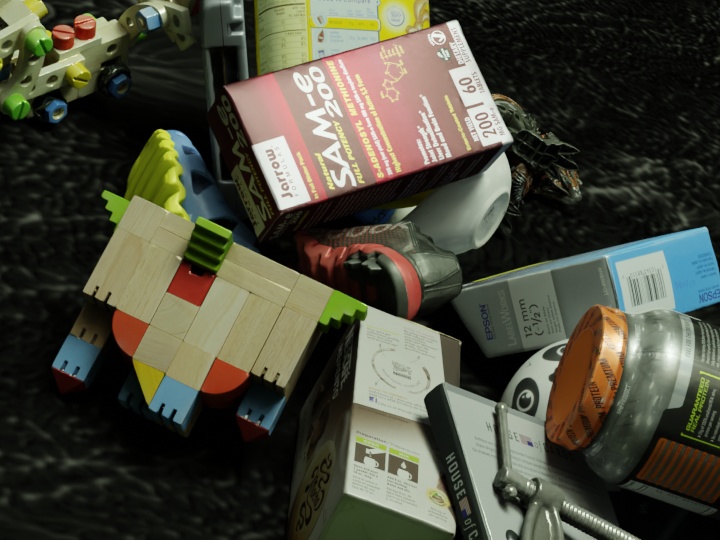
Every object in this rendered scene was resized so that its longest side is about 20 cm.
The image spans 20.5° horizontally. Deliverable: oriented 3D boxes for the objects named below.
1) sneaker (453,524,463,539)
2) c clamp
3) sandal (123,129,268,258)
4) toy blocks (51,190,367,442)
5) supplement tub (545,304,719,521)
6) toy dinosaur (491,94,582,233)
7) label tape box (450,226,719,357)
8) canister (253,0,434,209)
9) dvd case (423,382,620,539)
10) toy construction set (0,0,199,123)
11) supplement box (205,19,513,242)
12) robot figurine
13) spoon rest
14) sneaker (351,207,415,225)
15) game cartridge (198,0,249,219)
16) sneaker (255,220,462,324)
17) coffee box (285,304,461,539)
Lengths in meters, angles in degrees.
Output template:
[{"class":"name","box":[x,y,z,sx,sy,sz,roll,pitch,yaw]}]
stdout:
[{"class":"sneaker","box":[0.141,0.233,1.313,0.200,0.070,0.082,25,29,-2]},{"class":"c clamp","box":[0.163,0.185,1.245,0.200,0.027,0.171,33,35,-16]},{"class":"sandal","box":[-0.116,-0.023,1.479,0.087,0.080,0.200,6,47,-35]},{"class":"toy blocks","box":[-0.114,0.046,1.332,0.200,0.100,0.137,25,76,5]},{"class":"supplement tub","box":[0.232,0.099,1.314,0.200,0.123,0.123,20,34,-8]},{"class":"toy dinosaur","box":[0.119,-0.108,1.743,0.200,0.102,0.136,15,29,-19]},{"class":"label tape box","box":[0.161,0.023,1.563,0.143,0.200,0.066,-14,89,-47]},{"class":"canister","box":[-0.013,-0.152,1.561,0.148,0.087,0.200,1,82,-23]},{"class":"dvd case","box":[0.120,0.174,1.263,0.150,0.025,0.200,24,37,-39]},{"class":"toy construction set","box":[-0.224,-0.180,1.544,0.200,0.131,0.092,-14,50,-23]},{"class":"supplement box","box":[0.000,-0.104,1.470,0.200,0.061,0.109,-19,77,-24]},{"class":"robot figurine","box":[0.191,0.135,1.432,0.200,0.125,0.150,38,29,15]},{"class":"spoon rest","box":[0.053,-0.022,1.543,0.061,0.099,0.200,30,62,18]},{"class":"sneaker","box":[-0.012,-0.120,1.677,0.111,0.077,0.200,23,39,-25]},{"class":"game cartridge","box":[-0.104,-0.157,1.563,0.041,0.200,0.133,-7,38,-6]},{"class":"sneaker","box":[0.000,0.000,1.465,0.098,0.071,0.200,-16,16,-34]},{"class":"coffee box","box":[0.008,0.131,1.318,0.080,0.113,0.200,21,34,-11]}]
